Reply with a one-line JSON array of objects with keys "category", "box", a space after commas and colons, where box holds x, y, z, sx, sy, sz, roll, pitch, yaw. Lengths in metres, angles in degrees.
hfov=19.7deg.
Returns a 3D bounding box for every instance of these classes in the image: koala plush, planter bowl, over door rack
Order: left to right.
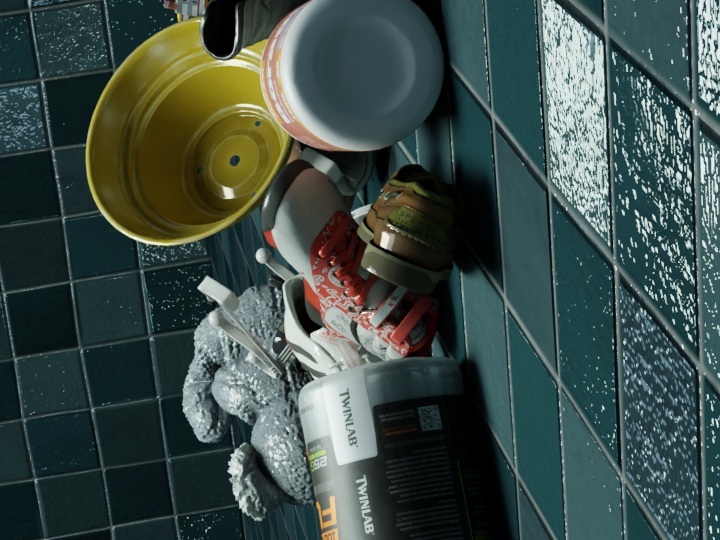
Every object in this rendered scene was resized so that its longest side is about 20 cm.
[{"category": "planter bowl", "box": [-0.121, -0.103, 1.715, 0.083, 0.200, 0.201, 33, -141, -57]}, {"category": "over door rack", "box": [-0.066, -0.009, 1.718, 0.067, 0.148, 0.200, 33, 168, 21]}, {"category": "koala plush", "box": [-0.065, 0.133, 1.911, 0.184, 0.177, 0.200, 95, 163, -52]}]

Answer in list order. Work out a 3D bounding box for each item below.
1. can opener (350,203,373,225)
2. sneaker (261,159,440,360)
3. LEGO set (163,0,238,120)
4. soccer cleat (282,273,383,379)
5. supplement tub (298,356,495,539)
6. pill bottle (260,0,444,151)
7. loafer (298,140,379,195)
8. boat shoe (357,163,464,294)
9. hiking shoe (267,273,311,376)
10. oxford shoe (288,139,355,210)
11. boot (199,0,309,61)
[{"category": "can opener", "box": [0.018, 0.013, 1.637, 0.200, 0.053, 0.067, 92, 166, -58]}, {"category": "sneaker", "box": [0.001, 0.000, 1.511, 0.108, 0.067, 0.202, 29, 159, 27]}, {"category": "LEGO set", "box": [-0.111, -0.230, 1.815, 0.154, 0.116, 0.200, 98, -177, -47]}, {"category": "soccer cleat", "box": [-0.002, 0.080, 1.632, 0.200, 0.069, 0.085, 49, 164, 38]}, {"category": "supplement tub", "box": [0.030, 0.169, 1.479, 0.123, 0.122, 0.201, 116, 144, -76]}, {"category": "pill bottle", "box": [-0.012, -0.140, 1.470, 0.200, 0.112, 0.113, -163, 64, -81]}, {"category": "loafer", "box": [-0.007, -0.133, 1.667, 0.063, 0.072, 0.200, -54, -17, -25]}, {"category": "boat shoe", "box": [0.043, -0.034, 1.412, 0.200, 0.072, 0.068, -100, 33, -80]}, {"category": "hiking shoe", "box": [-0.025, 0.079, 1.826, 0.076, 0.100, 0.200, 89, 169, -47]}, {"category": "oxford shoe", "box": [-0.030, -0.114, 1.774, 0.071, 0.071, 0.200, -117, 21, -54]}, {"category": "boot", "box": [-0.060, -0.256, 1.535, 0.131, 0.068, 0.201, -22, -57, -59]}]
